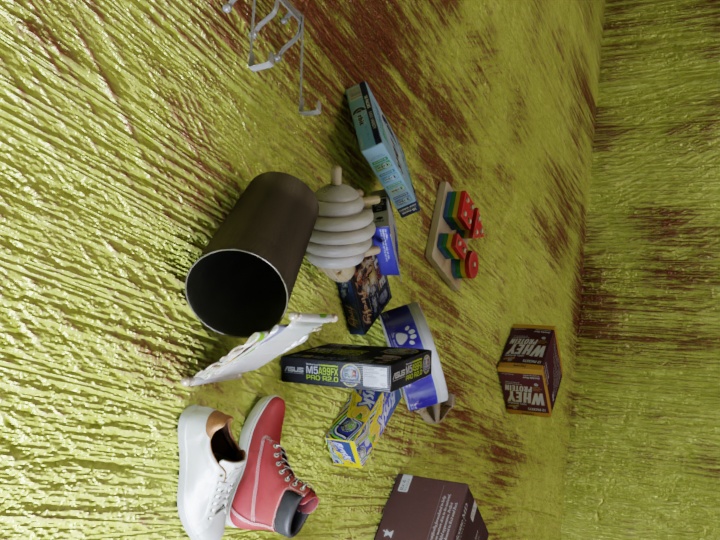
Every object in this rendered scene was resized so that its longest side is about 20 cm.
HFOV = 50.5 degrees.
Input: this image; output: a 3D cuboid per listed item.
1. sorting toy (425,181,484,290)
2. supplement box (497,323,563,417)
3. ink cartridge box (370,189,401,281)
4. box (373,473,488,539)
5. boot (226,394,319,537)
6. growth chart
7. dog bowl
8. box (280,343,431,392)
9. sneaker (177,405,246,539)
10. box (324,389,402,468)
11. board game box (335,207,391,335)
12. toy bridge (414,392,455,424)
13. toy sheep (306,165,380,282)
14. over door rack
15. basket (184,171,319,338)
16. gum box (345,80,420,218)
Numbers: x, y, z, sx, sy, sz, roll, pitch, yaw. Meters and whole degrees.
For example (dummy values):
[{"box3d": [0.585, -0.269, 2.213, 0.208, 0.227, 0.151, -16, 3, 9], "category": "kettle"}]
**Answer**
[{"box3d": [0.238, -0.080, 1.836, 0.199, 0.070, 0.200, 45, 52, -54], "category": "sorting toy"}, {"box3d": [0.517, 0.301, 2.307, 0.200, 0.133, 0.197, -57, 139, -45], "category": "supplement box"}, {"box3d": [0.044, -0.064, 1.373, 0.200, 0.039, 0.100, -91, 168, -63], "category": "ink cartridge box"}, {"box3d": [0.153, 0.558, 1.600, 0.166, 0.164, 0.200, -63, 143, -39], "category": "box"}, {"box3d": [-0.111, 0.283, 1.118, 0.072, 0.144, 0.200, 48, 48, -50], "category": "boot"}, {"box3d": [-0.137, 0.108, 1.044, 0.018, 0.200, 0.145, 63, 15, 17], "category": "growth chart"}, {"box3d": [0.102, 0.166, 1.480, 0.200, 0.079, 0.200, 162, -90, -88], "category": "dog bowl"}, {"box3d": [-0.005, 0.156, 1.250, 0.160, 0.200, 0.044, -7, 98, -61], "category": "box"}, {"box3d": [-0.195, 0.284, 1.024, 0.073, 0.085, 0.200, -26, 115, -61], "category": "sneaker"}, {"box3d": [0.010, 0.271, 1.428, 0.200, 0.064, 0.070, -54, 137, -48], "category": "box"}, {"box3d": [0.000, 0.000, 1.427, 0.136, 0.035, 0.200, -51, 134, -50], "category": "board game box"}, {"box3d": [0.170, 0.321, 1.769, 0.200, 0.027, 0.067, 11, 83, -61], "category": "toy bridge"}, {"box3d": [-0.036, -0.075, 1.258, 0.138, 0.138, 0.200, -32, 123, -57], "category": "toy sheep"}, {"box3d": [-0.132, -0.334, 1.115, 0.148, 0.067, 0.200, 32, 42, -58], "category": "over door rack"}, {"box3d": [-0.139, -0.033, 1.061, 0.180, 0.136, 0.200, -53, -167, 44], "category": "basket"}, {"box3d": [0.043, -0.222, 1.418, 0.200, 0.045, 0.170, 52, 20, -50], "category": "gum box"}]
